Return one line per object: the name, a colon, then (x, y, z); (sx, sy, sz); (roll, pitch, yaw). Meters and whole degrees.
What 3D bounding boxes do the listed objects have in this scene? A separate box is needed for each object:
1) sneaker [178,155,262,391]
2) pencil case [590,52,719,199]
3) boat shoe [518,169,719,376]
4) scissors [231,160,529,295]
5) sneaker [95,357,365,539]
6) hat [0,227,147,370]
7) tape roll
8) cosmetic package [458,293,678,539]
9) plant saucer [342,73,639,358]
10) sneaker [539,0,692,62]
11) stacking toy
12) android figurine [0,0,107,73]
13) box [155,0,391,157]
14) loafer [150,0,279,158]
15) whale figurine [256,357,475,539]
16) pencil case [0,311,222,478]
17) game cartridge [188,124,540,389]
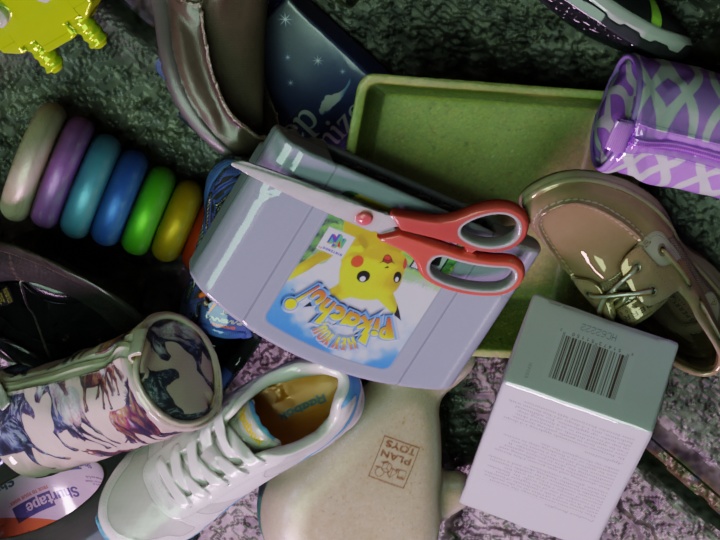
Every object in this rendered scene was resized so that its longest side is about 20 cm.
sneaker: (-0.078, 0.007, 1.629); (0.075, 0.078, 0.200); (12, 134, -2)
pencil case: (0.243, -0.074, 1.556); (0.200, 0.086, 0.084); (13, 123, -9)
boat shoe: (0.176, 0.002, 1.596); (0.071, 0.065, 0.200); (-29, 135, 31)
scissors: (0.011, -0.024, 1.545); (0.200, 0.014, 0.073); (8, 129, -13)
sneaker: (-0.090, 0.116, 1.645); (0.200, 0.081, 0.077); (-34, 82, -3)
hat: (-0.202, 0.024, 1.730); (0.200, 0.081, 0.201); (19, 141, 16)
tape roll: (-0.216, 0.186, 1.753); (0.200, 0.200, 0.066); (-14, 112, 19)
cosmetic package: (0.135, 0.103, 1.646); (0.101, 0.071, 0.200); (20, 151, 3)
plant saucer: (0.074, -0.041, 1.628); (0.200, 0.048, 0.200); (3, 118, -15)
sneaker: (0.138, -0.203, 1.550); (0.200, 0.072, 0.083); (32, 88, -19)
stacking toy: (-0.139, -0.041, 1.697); (0.200, 0.085, 0.085); (21, 119, -3)
android figurine: (-0.240, -0.214, 1.603); (0.182, 0.041, 0.200); (-21, 115, 38)
box: (-0.034, -0.102, 1.665); (0.200, 0.032, 0.121); (42, 117, -7)
loafer: (-0.092, -0.167, 1.598); (0.071, 0.073, 0.200); (-18, 94, 26)
whale figurine: (0.004, 0.126, 1.740); (0.159, 0.104, 0.200); (19, 98, -20)
pencil case: (-0.173, 0.083, 1.643); (0.089, 0.078, 0.200); (25, 152, -34)
game cartridge: (0.000, 0.000, 1.586); (0.200, 0.040, 0.133); (22, 116, -23)
